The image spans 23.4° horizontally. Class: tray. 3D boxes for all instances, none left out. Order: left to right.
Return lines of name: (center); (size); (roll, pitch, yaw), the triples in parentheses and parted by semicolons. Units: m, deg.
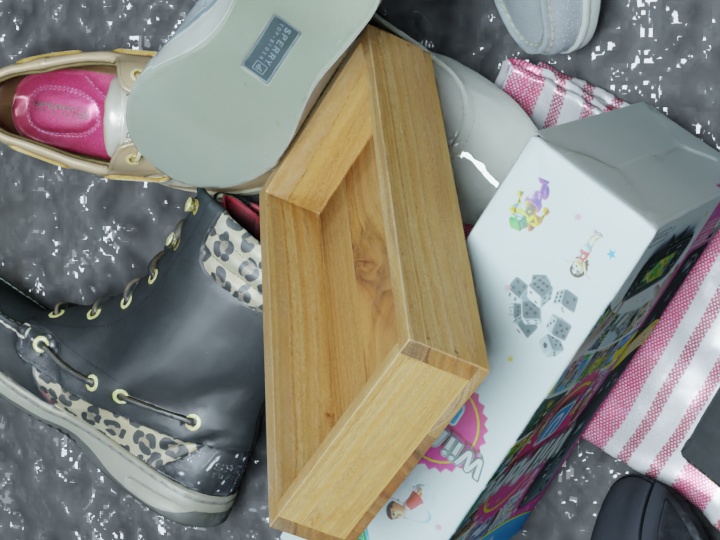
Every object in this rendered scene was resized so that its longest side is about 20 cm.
tray: (0.000, 0.000, 0.675); (0.037, 0.200, 0.099); (22, 124, -20)

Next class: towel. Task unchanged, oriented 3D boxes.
towel: (0.119, 0.010, 0.781); (0.200, 0.030, 0.147); (32, 109, 23)

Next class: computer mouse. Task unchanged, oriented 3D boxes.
computer mouse: (0.153, 0.180, 0.727); (0.140, 0.046, 0.201); (-34, 75, 63)

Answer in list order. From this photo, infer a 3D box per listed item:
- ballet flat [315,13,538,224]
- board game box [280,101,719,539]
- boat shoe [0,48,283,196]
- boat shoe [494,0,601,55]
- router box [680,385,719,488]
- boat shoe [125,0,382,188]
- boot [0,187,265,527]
ballet flat: (0.002, -0.088, 0.793); (0.200, 0.069, 0.070); (44, 114, 34)
board game box: (0.067, 0.035, 0.716); (0.064, 0.147, 0.200); (38, 114, 16)
boat shoe: (-0.109, -0.075, 0.879); (0.199, 0.069, 0.074); (3, 94, 27)
boat shoe: (0.048, -0.175, 0.738); (0.074, 0.065, 0.202); (41, 158, 52)
router box: (0.222, 0.000, 0.646); (0.052, 0.157, 0.201); (40, 113, 34)
boat shoe: (-0.034, -0.104, 0.737); (0.070, 0.072, 0.201); (37, 142, -9)
boot: (-0.115, 0.015, 0.892); (0.203, 0.073, 0.154); (36, 107, 18)
